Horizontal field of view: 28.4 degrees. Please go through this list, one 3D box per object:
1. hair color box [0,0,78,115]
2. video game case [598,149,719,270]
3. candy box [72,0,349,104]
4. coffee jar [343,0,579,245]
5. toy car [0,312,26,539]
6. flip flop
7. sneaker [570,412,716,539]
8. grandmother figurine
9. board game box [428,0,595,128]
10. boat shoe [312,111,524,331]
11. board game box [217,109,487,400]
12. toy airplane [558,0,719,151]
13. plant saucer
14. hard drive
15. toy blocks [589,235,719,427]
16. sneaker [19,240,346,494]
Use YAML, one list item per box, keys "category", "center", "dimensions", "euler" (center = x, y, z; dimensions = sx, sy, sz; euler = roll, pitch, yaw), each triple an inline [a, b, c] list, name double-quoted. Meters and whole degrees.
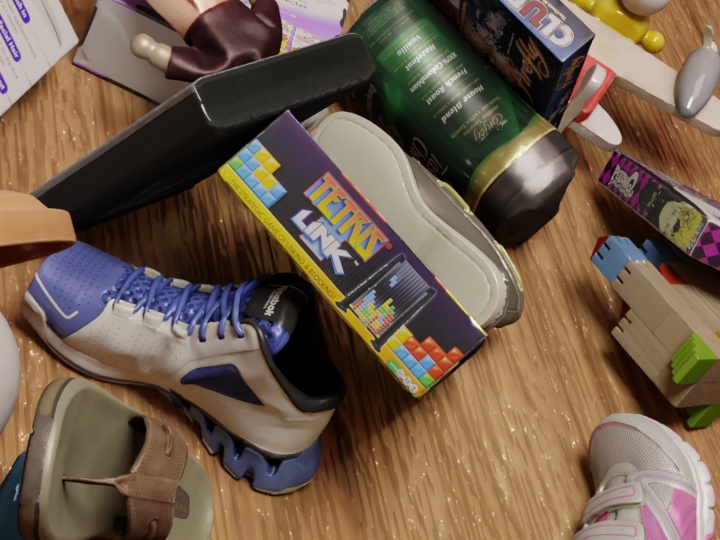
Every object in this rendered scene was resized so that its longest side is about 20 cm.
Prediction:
- category: "hair color box"
  center: [-0.262, -0.136, 0.857]
  dimensions: [0.109, 0.065, 0.200]
  euler: [67, 33, -27]
- category: "video game case"
  center: [0.303, -0.017, 1.110]
  dimensions: [0.200, 0.036, 0.181]
  euler: [24, 14, -21]
- category: "candy box"
  center: [-0.099, -0.198, 1.055]
  dimensions: [0.168, 0.072, 0.200]
  euler: [25, 43, -12]
- category: "coffee jar"
  center: [0.073, -0.112, 1.064]
  dimensions: [0.085, 0.104, 0.200]
  euler: [-41, 77, -11]
- category: "toy car"
  center: [-0.214, 0.074, 0.627]
  dimensions: [0.184, 0.200, 0.177]
  euler: [28, 42, -8]
- category: "flip flop"
  center: [-0.107, 0.106, 0.698]
  dimensions: [0.057, 0.200, 0.081]
  euler: [2, 71, 19]
- category: "sneaker"
  center: [0.171, 0.172, 0.885]
  dimensions: [0.088, 0.081, 0.200]
  euler: [14, 45, -25]
- category: "grandmother figurine"
  center: [-0.098, -0.165, 0.935]
  dimensions: [0.121, 0.061, 0.200]
  euler: [-39, 83, -26]
- category: "board game box"
  center: [0.102, -0.168, 1.078]
  dimensions: [0.035, 0.200, 0.136]
  euler: [-40, 77, -13]
- category: "boat shoe"
  center: [0.038, -0.033, 0.999]
  dimensions: [0.202, 0.072, 0.060]
  euler: [50, 21, 26]
- category: "board game box"
  center: [0.000, 0.000, 0.849]
  dimensions: [0.165, 0.057, 0.200]
  euler: [50, -2, 5]
- category: "toy airplane"
  center: [0.207, -0.195, 1.189]
  dimensions: [0.200, 0.141, 0.199]
  euler: [3, 45, -39]
- category: "plant saucer"
  center: [-0.242, -0.009, 0.694]
  dimensions: [0.200, 0.200, 0.032]
  euler: [-12, 89, -40]
- category: "hard drive"
  center: [-0.101, -0.075, 0.844]
  dimensions: [0.139, 0.200, 0.033]
  euler: [-26, 92, -46]
- category: "toy blocks"
  center: [0.249, 0.034, 1.068]
  dimensions: [0.200, 0.100, 0.137]
  euler: [3, 41, -46]
- category: "sneaker"
  center: [-0.085, 0.032, 0.817]
  dimensions: [0.199, 0.115, 0.081]
  euler: [35, 40, -1]
